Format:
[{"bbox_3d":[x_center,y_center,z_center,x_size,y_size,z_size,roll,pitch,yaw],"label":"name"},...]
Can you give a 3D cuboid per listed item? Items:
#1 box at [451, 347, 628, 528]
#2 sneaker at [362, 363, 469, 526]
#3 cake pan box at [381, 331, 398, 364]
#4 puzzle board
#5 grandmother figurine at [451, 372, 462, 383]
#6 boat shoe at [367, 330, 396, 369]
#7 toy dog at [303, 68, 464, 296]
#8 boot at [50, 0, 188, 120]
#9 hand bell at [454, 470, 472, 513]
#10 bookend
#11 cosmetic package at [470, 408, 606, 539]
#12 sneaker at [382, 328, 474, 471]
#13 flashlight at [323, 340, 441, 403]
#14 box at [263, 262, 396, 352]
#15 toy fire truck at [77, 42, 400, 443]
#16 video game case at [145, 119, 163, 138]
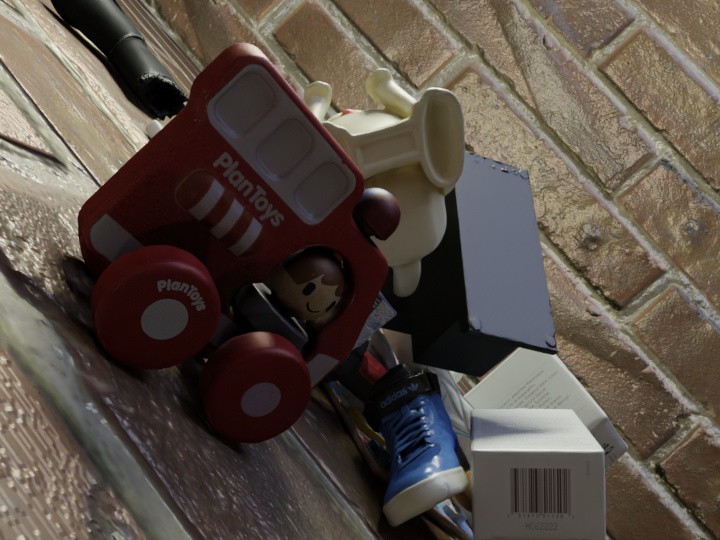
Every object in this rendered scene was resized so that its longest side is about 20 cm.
[{"bbox_3d":[0.200,0.213,1.025,0.131,0.200,0.199,51,5,31],"label":"box"},{"bbox_3d":[0.040,0.137,0.700,0.112,0.076,0.200,63,10,9],"label":"sneaker"},{"bbox_3d":[0.037,0.136,1.088,0.185,0.052,0.200,54,6,36],"label":"cake pan box"},{"bbox_3d":[0.040,0.187,0.852,0.200,0.017,0.151,46,5,-41],"label":"puzzle board"},{"bbox_3d":[0.067,0.087,1.132,0.200,0.060,0.122,45,12,-19],"label":"grandmother figurine"},{"bbox_3d":[-0.026,0.071,0.854,0.200,0.072,0.066,48,7,-35],"label":"boat shoe"},{"bbox_3d":[0.016,-0.090,0.780,0.195,0.138,0.200,66,-6,-21],"label":"toy dog"},{"bbox_3d":[-0.330,-0.304,1.172,0.163,0.073,0.198,54,5,26],"label":"boot"},{"bbox_3d":[0.123,0.234,0.797,0.104,0.104,0.200,47,-1,-19],"label":"hand bell"},{"bbox_3d":[0.085,0.025,0.820,0.091,0.199,0.202,14,52,-21],"label":"bookend"},{"bbox_3d":[0.143,0.167,0.714,0.200,0.100,0.072,1,88,-82],"label":"cosmetic package"},{"bbox_3d":[0.075,0.144,0.924,0.201,0.080,0.070,55,4,14],"label":"sneaker"},{"bbox_3d":[0.015,0.096,0.811,0.200,0.067,0.068,49,34,-49],"label":"flashlight"},{"bbox_3d":[-0.082,-0.014,0.719,0.132,0.114,0.200,48,3,-47],"label":"box"},{"bbox_3d":[-0.061,-0.009,0.500,0.200,0.168,0.112,45,5,-36],"label":"toy fire truck"},{"bbox_3d":[-0.176,-0.087,1.077,0.200,0.023,0.182,51,4,29],"label":"video game case"}]
